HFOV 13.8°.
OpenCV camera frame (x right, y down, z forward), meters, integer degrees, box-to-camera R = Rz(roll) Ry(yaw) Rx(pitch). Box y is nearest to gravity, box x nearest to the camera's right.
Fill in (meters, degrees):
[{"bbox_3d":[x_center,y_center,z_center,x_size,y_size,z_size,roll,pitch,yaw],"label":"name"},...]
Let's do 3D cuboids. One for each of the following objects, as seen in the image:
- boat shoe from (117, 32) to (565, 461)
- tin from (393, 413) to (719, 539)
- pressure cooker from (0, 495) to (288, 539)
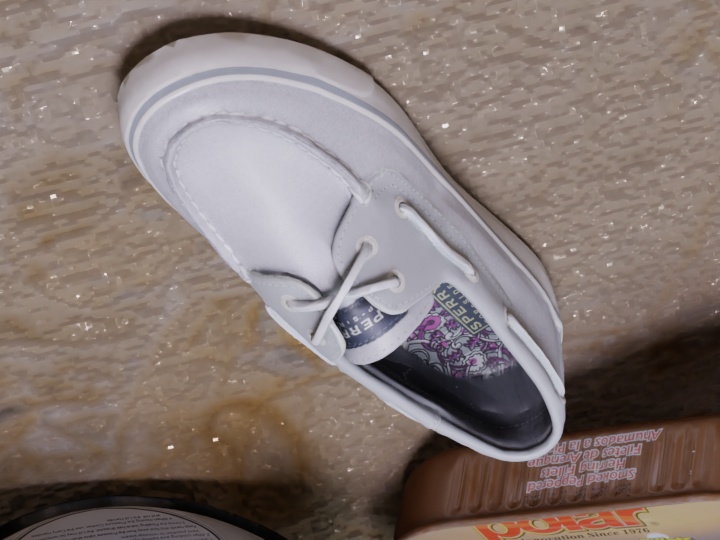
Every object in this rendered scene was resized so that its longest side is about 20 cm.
[{"bbox_3d":[0.000,0.000,0.924,0.072,0.069,0.200,-29,136,15],"label":"boat shoe"},{"bbox_3d":[0.101,0.092,1.023,0.200,0.042,0.112,-9,150,34],"label":"tin"},{"bbox_3d":[-0.075,0.175,1.004,0.178,0.176,0.200,26,134,16],"label":"pressure cooker"}]
